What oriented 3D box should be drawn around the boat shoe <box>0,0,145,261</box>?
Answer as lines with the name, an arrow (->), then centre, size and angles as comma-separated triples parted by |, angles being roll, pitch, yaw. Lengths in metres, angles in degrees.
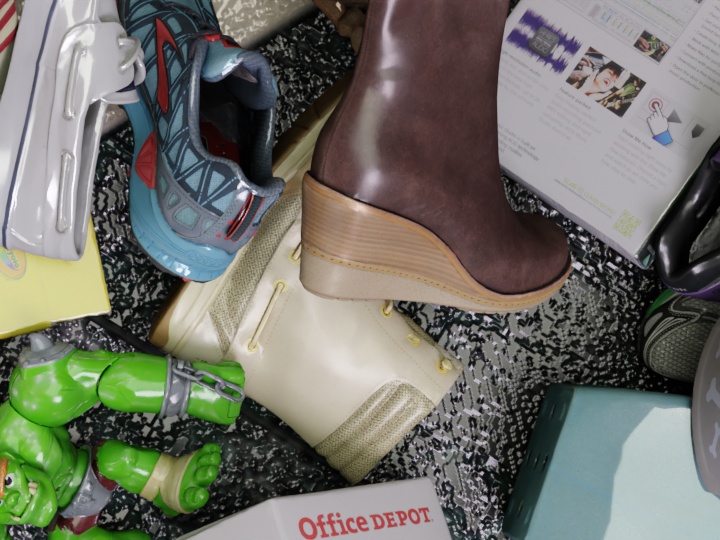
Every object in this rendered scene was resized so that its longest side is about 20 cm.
boat shoe -> -0.142, -0.103, 1.194 | 0.065, 0.074, 0.200 | 17, 103, 4

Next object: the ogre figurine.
ogre figurine -> -0.157, 0.119, 1.241 | 0.120, 0.098, 0.200 | 27, 122, -15

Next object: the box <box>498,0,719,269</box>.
box -> 0.156, -0.122, 1.280 | 0.144, 0.036, 0.200 | 36, 91, 22

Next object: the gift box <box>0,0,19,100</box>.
gift box -> -0.273, -0.099, 1.130 | 0.200, 0.185, 0.187 | 28, 64, 17

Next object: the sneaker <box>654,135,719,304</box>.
sneaker -> 0.229, -0.064, 1.219 | 0.076, 0.087, 0.200 | 40, 107, 26

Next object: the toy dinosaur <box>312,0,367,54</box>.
toy dinosaur -> 0.006, -0.167, 1.236 | 0.136, 0.200, 0.086 | 49, 117, 16

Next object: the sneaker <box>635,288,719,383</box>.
sneaker -> 0.249, 0.044, 1.280 | 0.199, 0.085, 0.078 | 1, 132, 21

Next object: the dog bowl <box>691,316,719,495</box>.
dog bowl -> 0.273, 0.075, 1.192 | 0.199, 0.059, 0.201 | 1, 75, -6

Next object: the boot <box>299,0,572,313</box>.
boot -> 0.058, -0.066, 1.188 | 0.200, 0.072, 0.167 | -1, 113, -46

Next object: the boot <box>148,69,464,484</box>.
boot -> 0.000, 0.000, 1.275 | 0.155, 0.073, 0.200 | 37, 86, -7

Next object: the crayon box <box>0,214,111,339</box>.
crayon box -> -0.244, -0.016, 1.247 | 0.199, 0.051, 0.127 | -11, 92, -8

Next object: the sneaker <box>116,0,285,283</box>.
sneaker -> -0.076, -0.097, 1.222 | 0.079, 0.095, 0.200 | 11, 54, -38

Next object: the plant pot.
plant pot -> 0.188, 0.138, 1.278 | 0.200, 0.141, 0.142 | 18, 87, -4

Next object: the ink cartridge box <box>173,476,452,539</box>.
ink cartridge box -> -0.002, 0.217, 1.210 | 0.084, 0.146, 0.200 | -28, 74, 34
